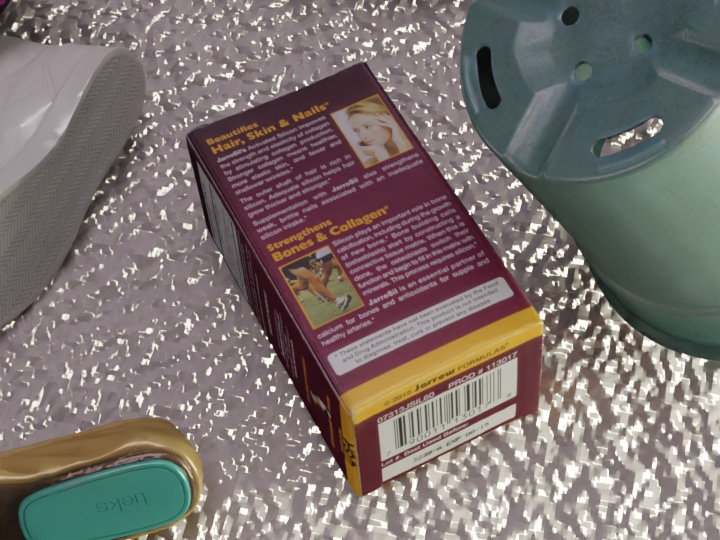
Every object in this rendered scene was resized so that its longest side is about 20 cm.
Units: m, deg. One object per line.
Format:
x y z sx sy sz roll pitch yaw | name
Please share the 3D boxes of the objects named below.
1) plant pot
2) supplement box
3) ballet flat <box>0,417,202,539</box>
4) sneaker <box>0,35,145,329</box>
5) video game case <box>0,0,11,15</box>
0.157 -0.080 0.825 0.199 0.196 0.202 -13 65 29 | plant pot
0.000 0.000 0.891 0.109 0.086 0.201 -23 56 -13 | supplement box
-0.176 0.118 0.841 0.198 0.069 0.063 -11 26 -8 | ballet flat
-0.216 -0.051 0.961 0.115 0.074 0.201 13 57 29 | sneaker
-0.274 -0.185 1.002 0.182 0.036 0.200 -53 49 1 | video game case
